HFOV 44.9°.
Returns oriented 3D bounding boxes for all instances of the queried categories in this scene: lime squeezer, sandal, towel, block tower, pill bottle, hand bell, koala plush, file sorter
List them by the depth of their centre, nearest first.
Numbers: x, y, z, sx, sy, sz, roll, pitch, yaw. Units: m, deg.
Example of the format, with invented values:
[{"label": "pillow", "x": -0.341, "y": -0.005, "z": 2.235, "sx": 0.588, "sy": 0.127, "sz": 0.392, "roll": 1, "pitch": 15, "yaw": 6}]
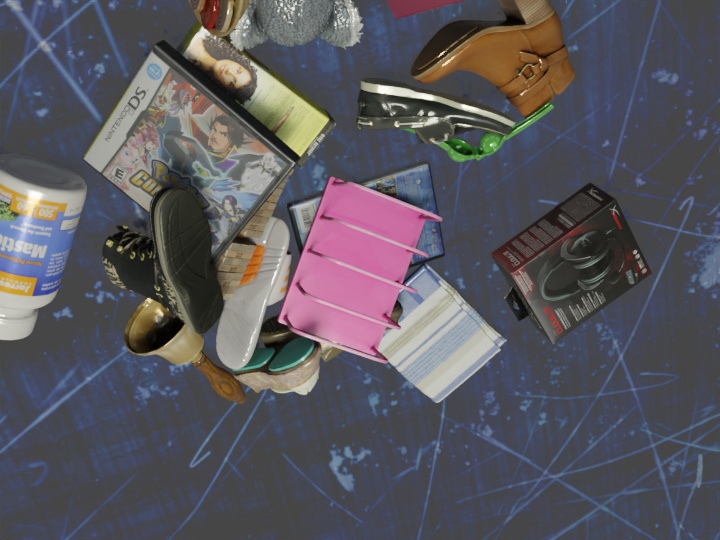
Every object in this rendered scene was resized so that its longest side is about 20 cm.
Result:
[{"label": "koala plush", "x": -0.074, "y": -0.334, "z": 0.950, "sx": 0.177, "sy": 0.184, "sz": 0.201, "roll": -4, "pitch": 127, "yaw": -15}, {"label": "pill bottle", "x": -0.399, "y": -0.024, "z": 1.017, "sx": 0.112, "sy": 0.112, "sz": 0.201, "roll": 15, "pitch": 108, "yaw": -22}, {"label": "file sorter", "x": 0.000, "y": 0.000, "z": 1.088, "sx": 0.139, "sy": 0.125, "sz": 0.201, "roll": 20, "pitch": 91, "yaw": -12}, {"label": "block tower", "x": -0.158, "y": -0.054, "z": 1.093, "sx": 0.054, "sy": 0.058, "sz": 0.200, "roll": 4, "pitch": 117, "yaw": -60}, {"label": "lime squeezer", "x": 0.153, "y": -0.179, "z": 1.145, "sx": 0.199, "sy": 0.038, "sz": 0.071, "roll": -5, "pitch": 115, "yaw": 8}, {"label": "sandal", "x": -0.137, "y": 0.027, "z": 1.145, "sx": 0.059, "sy": 0.079, "sz": 0.207, "roll": 0, "pitch": 111, "yaw": -61}, {"label": "hand bell", "x": -0.214, "y": 0.121, "z": 1.172, "sx": 0.104, "sy": 0.104, "sz": 0.200, "roll": -35, "pitch": 132, "yaw": 1}, {"label": "towel", "x": 0.104, "y": 0.094, "z": 1.277, "sx": 0.147, "sy": 0.024, "sz": 0.200, "roll": -43, "pitch": 117, "yaw": 8}]

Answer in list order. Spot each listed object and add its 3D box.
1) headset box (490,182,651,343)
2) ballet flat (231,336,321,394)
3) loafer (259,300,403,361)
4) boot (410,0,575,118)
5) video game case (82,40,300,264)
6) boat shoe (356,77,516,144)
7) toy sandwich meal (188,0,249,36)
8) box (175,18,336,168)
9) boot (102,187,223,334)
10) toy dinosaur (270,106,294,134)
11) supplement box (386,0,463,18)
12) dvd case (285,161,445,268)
[{"label": "headset box", "x": 0.296, "y": -0.004, "z": 1.259, "sx": 0.200, "sy": 0.077, "sz": 0.149, "roll": -35, "pitch": 119, "yaw": 0}, {"label": "ballet flat", "x": -0.094, "y": 0.128, "z": 1.126, "sx": 0.067, "sy": 0.200, "sz": 0.068, "roll": 50, "pitch": 61, "yaw": -18}, {"label": "loafer", "x": -0.038, "y": 0.081, "z": 1.203, "sx": 0.199, "sy": 0.076, "sz": 0.068, "roll": -11, "pitch": 118, "yaw": -1}, {"label": "boot", "x": 0.174, "y": -0.258, "z": 1.114, "sx": 0.200, "sy": 0.077, "sz": 0.155, "roll": -38, "pitch": 123, "yaw": -5}, {"label": "video game case", "x": -0.198, "y": -0.130, "z": 1.004, "sx": 0.200, "sy": 0.026, "sz": 0.181, "roll": 40, "pitch": 119, "yaw": -7}, {"label": "boat shoe", "x": 0.093, "y": -0.191, "z": 1.093, "sx": 0.199, "sy": 0.072, "sz": 0.068, "roll": 11, "pitch": 107, "yaw": 2}, {"label": "toy sandwich meal", "x": -0.176, "y": -0.340, "z": 0.894, "sx": 0.070, "sy": 0.205, "sz": 0.206, "roll": -16, "pitch": 119, "yaw": -27}, {"label": "box", "x": -0.129, "y": -0.211, "z": 1.046, "sx": 0.200, "sy": 0.050, "sz": 0.075, "roll": 32, "pitch": 105, "yaw": -28}, {"label": "boot", "x": -0.247, "y": -0.026, "z": 1.022, "sx": 0.073, "sy": 0.153, "sz": 0.204, "roll": -47, "pitch": 146, "yaw": -34}, {"label": "toy dinosaur", "x": -0.178, "y": -0.139, "z": 1.032, "sx": 0.199, "sy": 0.061, "sz": 0.106, "roll": 3, "pitch": 137, "yaw": 3}, {"label": "supplement box", "x": 0.108, "y": -0.369, "z": 0.953, "sx": 0.200, "sy": 0.110, "sz": 0.086, "roll": -53, "pitch": 127, "yaw": -36}, {"label": "dvd case", "x": 0.011, "y": -0.054, "z": 1.182, "sx": 0.199, "sy": 0.018, "sz": 0.143, "roll": -18, "pitch": 119, "yaw": -9}]
